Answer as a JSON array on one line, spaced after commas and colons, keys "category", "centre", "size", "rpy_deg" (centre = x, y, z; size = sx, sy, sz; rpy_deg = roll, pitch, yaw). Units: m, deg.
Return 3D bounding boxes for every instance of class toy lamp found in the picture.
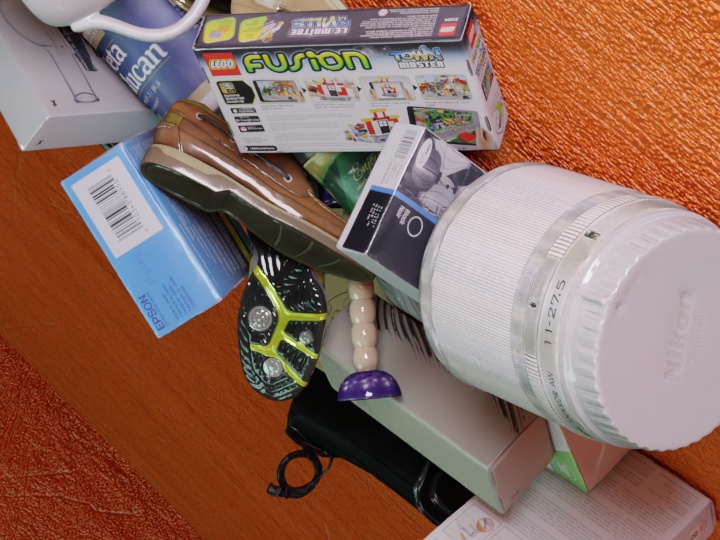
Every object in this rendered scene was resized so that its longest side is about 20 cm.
[{"category": "toy lamp", "centre": [0.000, 0.000, 1.625], "size": [0.058, 0.058, 0.202], "rpy_deg": [163, 102, -71]}]

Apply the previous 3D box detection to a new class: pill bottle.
[{"category": "pill bottle", "centre": [-0.170, -0.211, 1.694], "size": [0.200, 0.111, 0.111], "rpy_deg": [47, 163, 1]}]

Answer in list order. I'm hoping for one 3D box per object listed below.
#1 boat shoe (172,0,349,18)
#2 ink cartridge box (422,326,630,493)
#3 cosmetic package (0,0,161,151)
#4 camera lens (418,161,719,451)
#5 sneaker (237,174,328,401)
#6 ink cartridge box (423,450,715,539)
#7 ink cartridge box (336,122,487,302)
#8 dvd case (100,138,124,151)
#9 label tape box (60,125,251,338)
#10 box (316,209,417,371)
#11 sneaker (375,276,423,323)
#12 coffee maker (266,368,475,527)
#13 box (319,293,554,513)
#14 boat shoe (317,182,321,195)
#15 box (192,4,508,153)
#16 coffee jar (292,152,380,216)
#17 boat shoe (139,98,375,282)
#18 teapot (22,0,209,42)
[{"category": "boat shoe", "centre": [-0.071, -0.192, 1.575], "size": [0.199, 0.066, 0.074], "rpy_deg": [32, 157, 41]}, {"category": "ink cartridge box", "centre": [0.125, 0.087, 1.716], "size": [0.199, 0.067, 0.118], "rpy_deg": [31, 158, 42]}, {"category": "cosmetic package", "centre": [-0.232, -0.179, 1.740], "size": [0.052, 0.199, 0.152], "rpy_deg": [-42, 70, 36]}, {"category": "camera lens", "centre": [0.147, 0.021, 1.364], "size": [0.199, 0.160, 0.161], "rpy_deg": [22, 150, 54]}, {"category": "sneaker", "centre": [-0.054, 0.003, 1.655], "size": [0.075, 0.202, 0.076], "rpy_deg": [5, -173, 13]}, {"category": "ink cartridge box", "centre": [0.164, 0.220, 1.689], "size": [0.162, 0.200, 0.057], "rpy_deg": [33, 156, 39]}, {"category": "ink cartridge box", "centre": [0.078, -0.014, 1.460], "size": [0.199, 0.100, 0.039], "rpy_deg": [32, 168, -39]}, {"category": "dvd case", "centre": [-0.167, -0.120, 1.834], "size": [0.143, 0.018, 0.200], "rpy_deg": [44, -157, 3]}, {"category": "label tape box", "centre": [-0.155, -0.038, 1.665], "size": [0.144, 0.066, 0.200], "rpy_deg": [57, -171, -4]}, {"category": "box", "centre": [-0.018, 0.015, 1.828], "size": [0.199, 0.021, 0.165], "rpy_deg": [28, 118, 46]}, {"category": "sneaker", "centre": [0.067, 0.019, 1.678], "size": [0.200, 0.075, 0.087], "rpy_deg": [48, 149, 24]}, {"category": "coffee maker", "centre": [0.039, 0.160, 1.887], "size": [0.134, 0.194, 0.200], "rpy_deg": [6, -163, -42]}, {"category": "box", "centre": [0.058, 0.103, 1.675], "size": [0.199, 0.068, 0.082], "rpy_deg": [35, 161, 29]}, {"category": "boat shoe", "centre": [-0.075, -0.113, 1.757], "size": [0.200, 0.070, 0.071], "rpy_deg": [30, 157, 46]}, {"category": "box", "centre": [-0.006, -0.130, 1.439], "size": [0.198, 0.035, 0.110], "rpy_deg": [1, 141, 21]}, {"category": "coffee jar", "centre": [0.031, -0.064, 1.555], "size": [0.200, 0.085, 0.104], "rpy_deg": [48, -162, -3]}, {"category": "boat shoe", "centre": [-0.064, -0.063, 1.563], "size": [0.199, 0.068, 0.072], "rpy_deg": [30, 159, -13]}, {"category": "teapot", "centre": [-0.213, -0.288, 1.556], "size": [0.200, 0.145, 0.198], "rpy_deg": [55, -173, -47]}]
